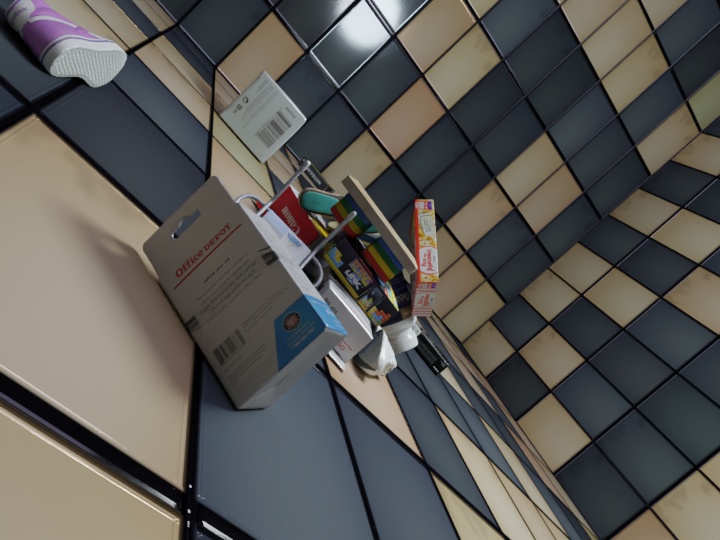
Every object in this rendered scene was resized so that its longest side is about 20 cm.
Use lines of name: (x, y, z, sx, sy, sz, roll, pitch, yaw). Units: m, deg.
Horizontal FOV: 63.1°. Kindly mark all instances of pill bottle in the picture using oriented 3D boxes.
pill bottle: (0.062, 0.080, 1.321, 0.111, 0.109, 0.204, -41, 114, -84)

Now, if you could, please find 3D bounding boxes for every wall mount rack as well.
wall mount rack: (-0.109, -0.074, 0.974, 0.200, 0.174, 0.074, 46, -31, -10)

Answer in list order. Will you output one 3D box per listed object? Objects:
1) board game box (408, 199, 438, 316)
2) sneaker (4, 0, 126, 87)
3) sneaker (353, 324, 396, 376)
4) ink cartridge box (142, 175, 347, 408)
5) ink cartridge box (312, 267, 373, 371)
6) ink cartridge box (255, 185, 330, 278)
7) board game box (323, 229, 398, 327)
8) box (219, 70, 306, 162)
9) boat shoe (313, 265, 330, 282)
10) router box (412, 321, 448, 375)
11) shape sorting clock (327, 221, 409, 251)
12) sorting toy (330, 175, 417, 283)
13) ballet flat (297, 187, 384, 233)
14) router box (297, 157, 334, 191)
board game box: (0.135, -0.026, 1.268, 0.153, 0.045, 0.204, 91, 0, -59)
sneaker: (-0.404, -0.325, 0.811, 0.114, 0.073, 0.201, 46, 7, -6)
sneaker: (0.036, 0.156, 1.086, 0.088, 0.074, 0.200, 53, 7, -4)
ink cartridge box: (-0.118, 0.020, 0.585, 0.201, 0.115, 0.067, 52, 8, 20)
ink cartridge box: (-0.040, 0.078, 1.004, 0.116, 0.068, 0.200, 49, 6, -11)
ink cartridge box: (-0.128, -0.087, 1.285, 0.175, 0.084, 0.201, 42, 10, -47)
board game box: (0.000, 0.000, 1.133, 0.167, 0.056, 0.200, 54, 7, -12)
box: (-0.302, -0.485, 1.858, 0.200, 0.198, 0.172, 47, 6, -13)
boat shoe: (-0.034, 0.048, 1.219, 0.065, 0.072, 0.200, 46, -2, 26)
router box: (0.200, 0.231, 1.863, 0.201, 0.051, 0.149, 51, 5, 8)
shape sorting clock: (0.017, -0.071, 1.342, 0.196, 0.040, 0.200, 22, 13, -5)
sorting toy: (0.020, -0.071, 1.099, 0.200, 0.069, 0.200, 53, 7, -2)
ballet flat: (-0.040, -0.135, 1.263, 0.196, 0.069, 0.067, 21, 8, -15)
router box: (-0.226, -0.479, 3.030, 0.201, 0.052, 0.157, 51, 7, 8)
